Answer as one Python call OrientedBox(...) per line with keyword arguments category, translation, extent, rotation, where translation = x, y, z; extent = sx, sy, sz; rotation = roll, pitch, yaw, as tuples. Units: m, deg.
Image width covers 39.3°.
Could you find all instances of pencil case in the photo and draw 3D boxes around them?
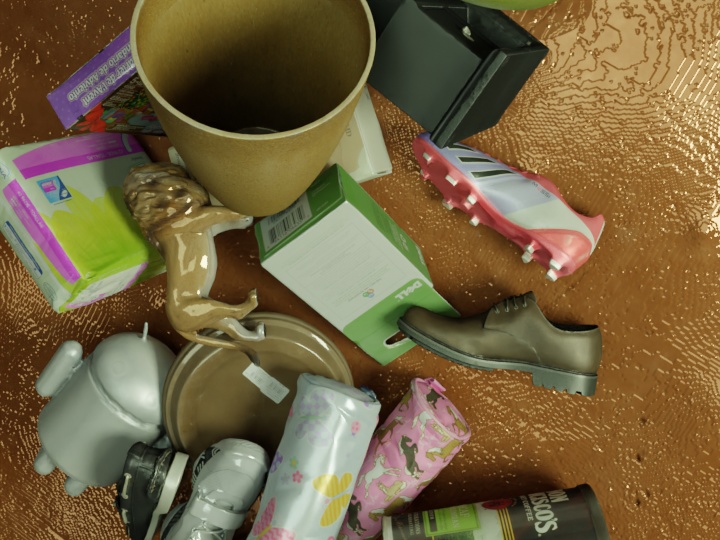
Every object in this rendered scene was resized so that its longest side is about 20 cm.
OrientedBox(category="pencil case", translation=(-0.051, 0.199, 0.954), extent=(0.090, 0.083, 0.203), rotation=(14, 85, 47))
OrientedBox(category="pencil case", translation=(0.023, 0.199, 1.003), extent=(0.200, 0.083, 0.087), rotation=(-48, 70, 16))

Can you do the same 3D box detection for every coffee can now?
OrientedBox(category="coffee can", translation=(0.126, 0.286, 0.927), extent=(0.196, 0.146, 0.149), rotation=(-9, 95, 2))

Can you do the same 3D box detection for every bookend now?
OrientedBox(category="bookend", translation=(0.047, -0.213, 0.881), extent=(0.199, 0.198, 0.093), rotation=(40, 113, 8))

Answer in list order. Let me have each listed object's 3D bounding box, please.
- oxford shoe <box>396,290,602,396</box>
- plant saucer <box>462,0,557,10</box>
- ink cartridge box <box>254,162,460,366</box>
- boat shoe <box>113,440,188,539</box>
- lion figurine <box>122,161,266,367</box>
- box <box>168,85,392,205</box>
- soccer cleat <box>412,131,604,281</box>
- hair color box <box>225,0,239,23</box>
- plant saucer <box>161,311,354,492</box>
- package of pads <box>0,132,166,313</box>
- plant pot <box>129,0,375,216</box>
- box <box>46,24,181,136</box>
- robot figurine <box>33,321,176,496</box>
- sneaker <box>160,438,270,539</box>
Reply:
OrientedBox(category="oxford shoe", translation=(0.134, 0.055, 0.964), extent=(0.197, 0.073, 0.086), rotation=(12, 98, 2))
OrientedBox(category="plant saucer", translation=(0.098, -0.279, 0.877), extent=(0.198, 0.200, 0.031), rotation=(29, 131, 10))
OrientedBox(category="ink cartridge box", translation=(0.000, 0.000, 0.974), extent=(0.103, 0.060, 0.200), rotation=(-34, 130, 16))
OrientedBox(category="boat shoe", translation=(-0.224, 0.231, 1.039), extent=(0.060, 0.200, 0.075), rotation=(23, 58, -5))
OrientedBox(category="lion figurine", translation=(-0.157, -0.005, 0.946), extent=(0.120, 0.072, 0.204), rotation=(-6, 85, 0))
OrientedBox(category="box", translation=(-0.078, -0.109, 0.996), extent=(0.197, 0.078, 0.096), rotation=(-18, 93, 18))
OrientedBox(category="soccer cleat", translation=(0.137, -0.074, 0.955), extent=(0.199, 0.067, 0.077), rotation=(39, 74, 14))
OrientedBox(category="hair color box", translation=(-0.093, -0.310, 0.921), extent=(0.109, 0.065, 0.200), rotation=(39, 62, 7))
OrientedBox(category="plant saucer", translation=(-0.101, 0.140, 1.015), extent=(0.196, 0.030, 0.203), rotation=(-3, 109, -8))
OrientedBox(category="package of pads", translation=(-0.258, -0.054, 0.990), extent=(0.068, 0.200, 0.155), rotation=(-37, 87, 29))
OrientedBox(category="plant pot", translation=(-0.086, -0.135, 0.842), extent=(0.183, 0.201, 0.189), rotation=(2, 64, -4))
OrientedBox(category="box", translation=(-0.186, -0.183, 0.954), extent=(0.136, 0.200, 0.039), rotation=(-35, 85, 17))
OrientedBox(category="robot figurine", translation=(-0.260, 0.145, 1.061), extent=(0.169, 0.113, 0.200), rotation=(39, 107, -19))
OrientedBox(category="sneaker", translation=(-0.145, 0.259, 0.980), extent=(0.074, 0.116, 0.201), rotation=(22, 128, -18))
